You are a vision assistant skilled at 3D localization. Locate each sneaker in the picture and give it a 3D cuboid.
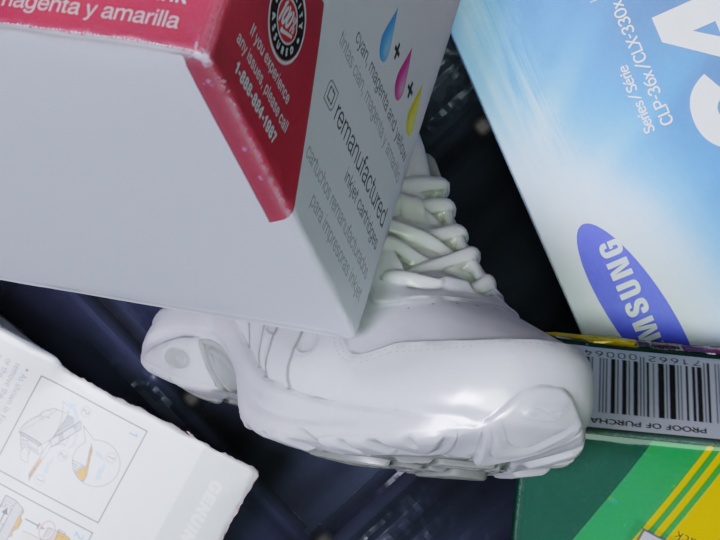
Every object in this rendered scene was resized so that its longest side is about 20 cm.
[{"bbox_3d":[0.000,0.000,0.733,0.078,0.200,0.100,11,93,-32],"label":"sneaker"}]

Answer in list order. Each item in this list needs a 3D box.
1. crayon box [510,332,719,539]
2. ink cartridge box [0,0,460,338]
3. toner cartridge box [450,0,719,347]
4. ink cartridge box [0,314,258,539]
[{"bbox_3d":[0.141,0.113,0.778,0.199,0.058,0.173,5,119,3],"label":"crayon box"},{"bbox_3d":[-0.054,-0.110,0.676,0.144,0.145,0.200,8,65,20],"label":"ink cartridge box"},{"bbox_3d":[0.085,-0.057,0.784,0.095,0.043,0.200,-24,98,9],"label":"toner cartridge box"},{"bbox_3d":[-0.154,0.077,0.826,0.200,0.050,0.161,28,100,-6],"label":"ink cartridge box"}]
